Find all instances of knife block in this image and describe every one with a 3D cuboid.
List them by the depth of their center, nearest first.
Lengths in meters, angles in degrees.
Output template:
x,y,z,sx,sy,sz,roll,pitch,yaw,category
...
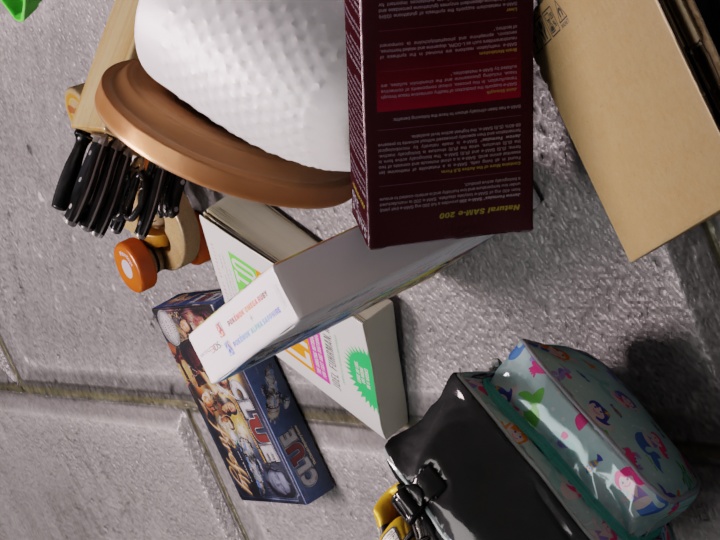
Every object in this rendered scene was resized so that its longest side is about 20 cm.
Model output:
x,y,z,sx,sy,sz,roll,pitch,yaw,category
-0.185,-0.131,1.641,0.064,0.175,0.201,11,125,55,knife block

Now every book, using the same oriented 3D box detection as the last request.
x,y,z,sx,sy,sz,roll,pitch,yaw,category
-0.041,0.035,1.708,0.200,0.048,0.134,34,147,38,book

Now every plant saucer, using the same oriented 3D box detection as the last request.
x,y,z,sx,sy,sz,roll,pitch,yaw,category
-0.090,-0.105,1.502,0.200,0.200,0.032,39,119,35,plant saucer

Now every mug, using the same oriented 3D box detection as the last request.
x,y,z,sx,sy,sz,roll,pitch,yaw,category
-0.036,-0.168,1.393,0.175,0.147,0.201,35,135,28,mug

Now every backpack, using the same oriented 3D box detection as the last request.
x,y,z,sx,sy,sz,roll,pitch,yaw,category
0.127,0.140,1.366,0.178,0.151,0.200,49,-171,20,backpack

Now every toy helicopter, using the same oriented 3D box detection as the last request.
x,y,z,sx,sy,sz,roll,pitch,yaw,category
-0.199,-0.090,1.818,0.200,0.079,0.133,53,152,23,toy helicopter

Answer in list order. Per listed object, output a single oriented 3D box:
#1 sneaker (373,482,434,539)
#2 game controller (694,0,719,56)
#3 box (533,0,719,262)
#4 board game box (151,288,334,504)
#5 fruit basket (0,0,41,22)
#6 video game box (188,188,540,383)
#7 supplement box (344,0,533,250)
x,y,z,sx,sy,sz,roll,pitch,yaw,category
0.042,0.211,1.389,0.082,0.078,0.200,40,-167,-19,sneaker
0.179,-0.161,1.151,0.104,0.042,0.201,-136,29,-58,game controller
0.157,-0.098,1.194,0.164,0.021,0.200,66,165,5,box
-0.107,0.114,1.899,0.135,0.035,0.201,-8,109,61,board game box
-0.330,-0.307,1.694,0.216,0.215,0.156,51,151,17,fruit basket
0.000,0.000,1.427,0.047,0.199,0.182,61,153,6,video game box
0.048,-0.119,1.283,0.061,0.108,0.201,-115,21,-62,supplement box
